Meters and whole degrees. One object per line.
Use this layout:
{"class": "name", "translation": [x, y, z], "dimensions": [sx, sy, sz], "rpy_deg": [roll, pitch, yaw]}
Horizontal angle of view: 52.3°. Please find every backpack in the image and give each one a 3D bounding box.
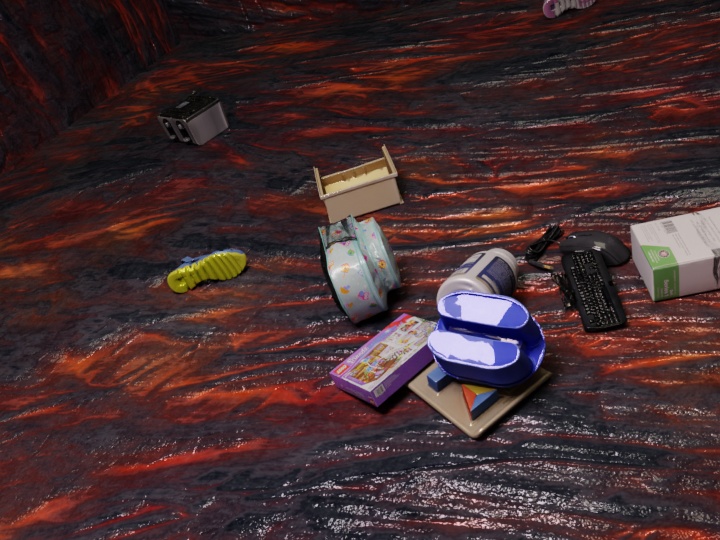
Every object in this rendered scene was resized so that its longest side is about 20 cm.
{"class": "backpack", "translation": [0.000, 0.000, 1.511], "dimensions": [0.153, 0.176, 0.200], "rpy_deg": [-16, 38, 11]}

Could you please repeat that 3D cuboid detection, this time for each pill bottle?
{"class": "pill bottle", "translation": [0.232, 0.029, 1.393], "dimensions": [0.111, 0.112, 0.200], "rpy_deg": [4, 23, 30]}

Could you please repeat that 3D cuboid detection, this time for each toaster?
{"class": "toaster", "translation": [-0.583, -0.536, 2.587], "dimensions": [0.180, 0.119, 0.200], "rpy_deg": [16, 48, 39]}

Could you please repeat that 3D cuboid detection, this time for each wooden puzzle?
{"class": "wooden puzzle", "translation": [0.199, 0.181, 1.276], "dimensions": [0.185, 0.046, 0.200], "rpy_deg": [-34, 37, -21]}

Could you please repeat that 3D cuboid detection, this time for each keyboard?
{"class": "keyboard", "translation": [0.418, 0.030, 1.366], "dimensions": [0.104, 0.040, 0.200], "rpy_deg": [-18, 40, 13]}

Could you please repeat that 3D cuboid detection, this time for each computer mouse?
{"class": "computer mouse", "translation": [0.430, -0.044, 1.481], "dimensions": [0.140, 0.046, 0.200], "rpy_deg": [-37, 38, -27]}

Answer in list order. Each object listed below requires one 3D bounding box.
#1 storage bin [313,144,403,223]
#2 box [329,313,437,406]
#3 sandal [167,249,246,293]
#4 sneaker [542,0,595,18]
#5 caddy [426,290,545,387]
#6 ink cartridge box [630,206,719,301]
{"class": "storage bin", "translation": [-0.007, -0.228, 1.905], "dimensions": [0.199, 0.094, 0.199], "rpy_deg": [-18, 34, 2]}
{"class": "box", "translation": [0.058, 0.160, 1.355], "dimensions": [0.200, 0.039, 0.137], "rpy_deg": [-36, 25, -24]}
{"class": "sandal", "translation": [-0.374, -0.014, 1.798], "dimensions": [0.199, 0.080, 0.087], "rpy_deg": [-13, 31, 5]}
{"class": "sneaker", "translation": [0.737, -0.963, 2.606], "dimensions": [0.199, 0.081, 0.089], "rpy_deg": [-17, 26, 4]}
{"class": "caddy", "translation": [0.209, 0.116, 1.238], "dimensions": [0.199, 0.105, 0.142], "rpy_deg": [9, 68, 28]}
{"class": "ink cartridge box", "translation": [0.617, -0.035, 1.345], "dimensions": [0.199, 0.085, 0.146], "rpy_deg": [-11, 35, 10]}
